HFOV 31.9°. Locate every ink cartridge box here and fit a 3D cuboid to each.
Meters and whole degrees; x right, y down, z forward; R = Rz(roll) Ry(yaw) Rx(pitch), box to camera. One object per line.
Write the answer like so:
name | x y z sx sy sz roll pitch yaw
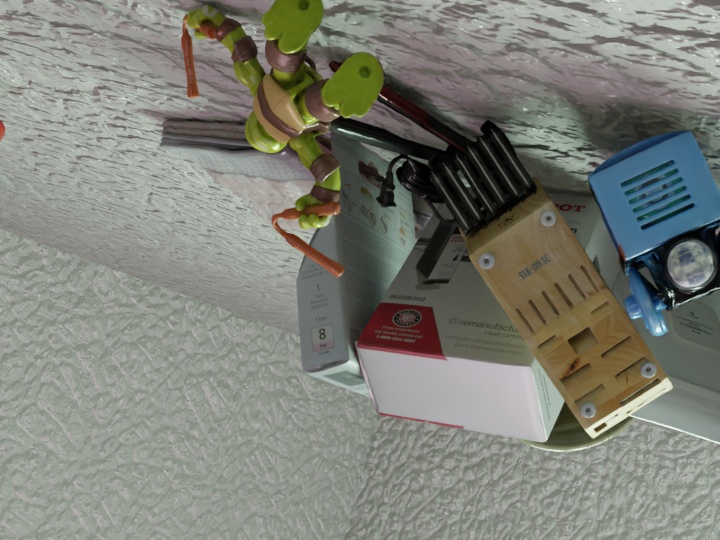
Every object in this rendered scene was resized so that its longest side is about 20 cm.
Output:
ink cartridge box | 0.105 0.026 0.993 0.146 0.200 0.083 6 133 27
ink cartridge box | 0.000 0.000 1.050 0.057 0.201 0.162 -17 159 22

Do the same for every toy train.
toy train | 0.202 -0.022 0.827 0.086 0.115 0.200 -23 173 11

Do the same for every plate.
plate | 0.276 0.052 1.068 0.199 0.201 0.032 18 135 -16

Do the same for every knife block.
knife block | 0.122 -0.004 0.861 0.200 0.064 0.176 55 -170 -7

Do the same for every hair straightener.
hair straightener | 0.031 -0.081 0.906 0.041 0.077 0.200 32 -173 38

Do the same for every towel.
towel | -0.067 -0.080 1.177 0.199 0.032 0.191 9 162 45

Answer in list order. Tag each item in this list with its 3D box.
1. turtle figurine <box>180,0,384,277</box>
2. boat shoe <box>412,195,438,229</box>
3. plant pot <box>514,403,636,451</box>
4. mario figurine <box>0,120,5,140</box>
turtle figurine | -0.037 -0.100 0.788 0.064 0.201 0.161 -29 178 -24
boat shoe | 0.037 -0.031 1.251 0.070 0.072 0.201 21 169 -29
plant pot | 0.175 0.049 1.220 0.199 0.201 0.174 19 -170 -21
mario figurine | -0.435 -0.184 1.220 0.199 0.106 0.124 29 -154 -14
